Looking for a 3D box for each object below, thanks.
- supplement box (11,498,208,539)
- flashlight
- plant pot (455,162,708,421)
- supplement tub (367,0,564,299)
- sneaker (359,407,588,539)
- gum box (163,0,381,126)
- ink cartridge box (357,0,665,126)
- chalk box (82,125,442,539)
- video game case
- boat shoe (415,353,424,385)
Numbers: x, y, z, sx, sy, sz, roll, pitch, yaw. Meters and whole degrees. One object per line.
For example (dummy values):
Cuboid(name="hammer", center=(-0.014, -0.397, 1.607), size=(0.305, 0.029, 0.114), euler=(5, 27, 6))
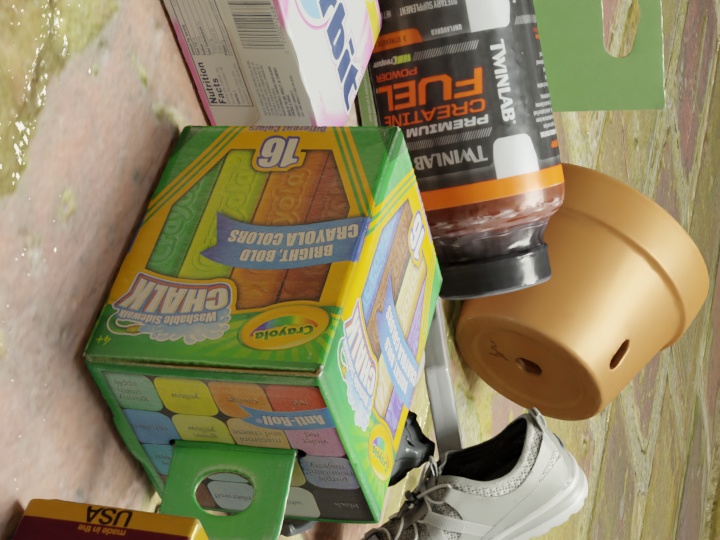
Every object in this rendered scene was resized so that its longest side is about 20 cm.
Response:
Cuboid(name="supplement box", center=(-0.119, 0.209, 0.652), size=(0.111, 0.085, 0.201), euler=(71, 29, -46))
Cuboid(name="flashlight", center=(-0.015, 0.114, 0.976), size=(0.068, 0.068, 0.200), euler=(59, 14, 7))
Cuboid(name="plant pot", center=(0.170, 0.030, 1.321), size=(0.140, 0.199, 0.201), euler=(-57, 148, -26))
Cuboid(name="supplement tub", center=(0.064, -0.087, 0.953), size=(0.107, 0.106, 0.201), euler=(-23, 103, -69))
Cuboid(name="sneaker", center=(0.046, 0.155, 1.025), size=(0.075, 0.199, 0.082), euler=(41, -20, 58))
Cuboid(name="gum box", center=(-0.049, -0.160, 0.828), size=(0.201, 0.066, 0.114), euler=(73, 29, -45))
Cuboid(name="ink cartridge box", center=(0.093, -0.157, 1.032), size=(0.048, 0.199, 0.146), euler=(-63, 149, -54))
Cuboid(name="chalk box", center=(-0.047, 0.041, 0.778), size=(0.124, 0.124, 0.201), euler=(72, 27, -46))
Cuboid(name="video game case", center=(0.055, 0.064, 1.127), size=(0.200, 0.018, 0.144), euler=(-94, 175, -56))
Cuboid(name="boat shoe", center=(0.000, 0.000, 0.982), size=(0.200, 0.074, 0.093), euler=(-82, 160, -60))
